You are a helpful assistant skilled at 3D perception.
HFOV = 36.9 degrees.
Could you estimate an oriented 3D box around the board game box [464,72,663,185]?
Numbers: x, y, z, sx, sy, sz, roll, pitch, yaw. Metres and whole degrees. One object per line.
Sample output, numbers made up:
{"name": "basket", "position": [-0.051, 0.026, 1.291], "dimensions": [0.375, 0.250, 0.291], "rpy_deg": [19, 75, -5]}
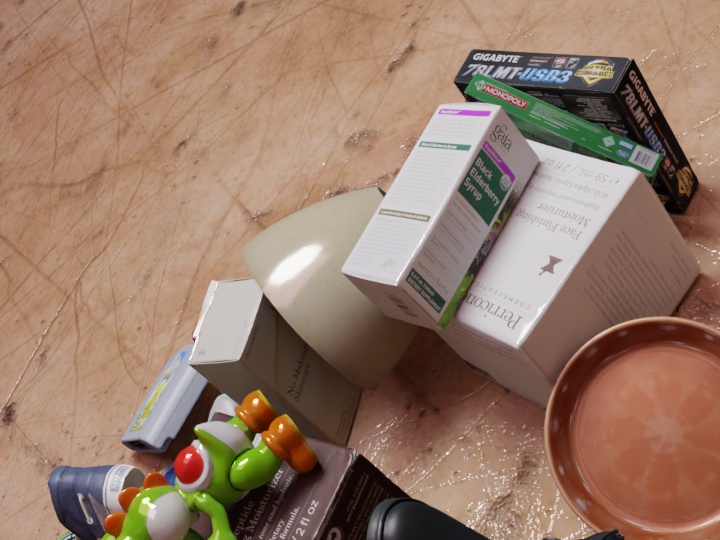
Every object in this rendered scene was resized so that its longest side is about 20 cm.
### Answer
{"name": "board game box", "position": [0.198, -0.116, 1.094], "dimensions": [0.199, 0.135, 0.029], "rpy_deg": [27, 74, 15]}

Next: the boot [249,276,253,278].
{"name": "boot", "position": [-0.084, 0.014, 1.331], "dimensions": [0.154, 0.074, 0.203], "rpy_deg": [-41, 17, -24]}

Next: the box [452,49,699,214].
{"name": "box", "position": [0.222, -0.142, 1.112], "dimensions": [0.200, 0.198, 0.050], "rpy_deg": [14, 67, 45]}

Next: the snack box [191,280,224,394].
{"name": "snack box", "position": [-0.144, 0.094, 1.215], "dimensions": [0.024, 0.200, 0.072], "rpy_deg": [9, 59, 14]}

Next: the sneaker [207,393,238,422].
{"name": "sneaker", "position": [-0.170, 0.225, 1.120], "dimensions": [0.078, 0.140, 0.201], "rpy_deg": [-12, 74, 37]}

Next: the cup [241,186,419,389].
{"name": "cup", "position": [0.000, 0.000, 1.098], "dimensions": [0.143, 0.200, 0.200], "rpy_deg": [-42, 41, 8]}

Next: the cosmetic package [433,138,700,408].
{"name": "cosmetic package", "position": [0.185, 0.011, 1.039], "dimensions": [0.165, 0.165, 0.200], "rpy_deg": [24, 74, 48]}

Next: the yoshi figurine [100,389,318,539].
{"name": "yoshi figurine", "position": [-0.133, 0.209, 0.956], "dimensions": [0.200, 0.112, 0.112], "rpy_deg": [-38, 80, -14]}

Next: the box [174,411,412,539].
{"name": "box", "position": [-0.066, 0.259, 1.035], "dimensions": [0.199, 0.164, 0.166], "rpy_deg": [7, 62, 42]}

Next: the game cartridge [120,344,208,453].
{"name": "game cartridge", "position": [-0.227, 0.152, 1.280], "dimensions": [0.134, 0.040, 0.200], "rpy_deg": [-57, 11, -20]}

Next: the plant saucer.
{"name": "plant saucer", "position": [0.258, 0.140, 0.919], "dimensions": [0.199, 0.032, 0.201], "rpy_deg": [-3, 81, 19]}

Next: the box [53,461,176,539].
{"name": "box", "position": [-0.254, 0.298, 1.222], "dimensions": [0.200, 0.070, 0.064], "rpy_deg": [-34, 34, 11]}

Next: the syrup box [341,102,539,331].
{"name": "syrup box", "position": [0.076, -0.053, 0.995], "dimensions": [0.081, 0.079, 0.200], "rpy_deg": [13, 65, 48]}

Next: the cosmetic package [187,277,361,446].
{"name": "cosmetic package", "position": [-0.083, 0.104, 1.150], "dimensions": [0.073, 0.200, 0.104], "rpy_deg": [-5, 54, 34]}

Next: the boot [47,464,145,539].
{"name": "boot", "position": [-0.256, 0.278, 1.142], "dimensions": [0.090, 0.201, 0.073], "rpy_deg": [1, 35, 18]}

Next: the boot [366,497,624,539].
{"name": "boot", "position": [0.124, 0.233, 0.877], "dimensions": [0.168, 0.200, 0.077], "rpy_deg": [-15, 52, 37]}
